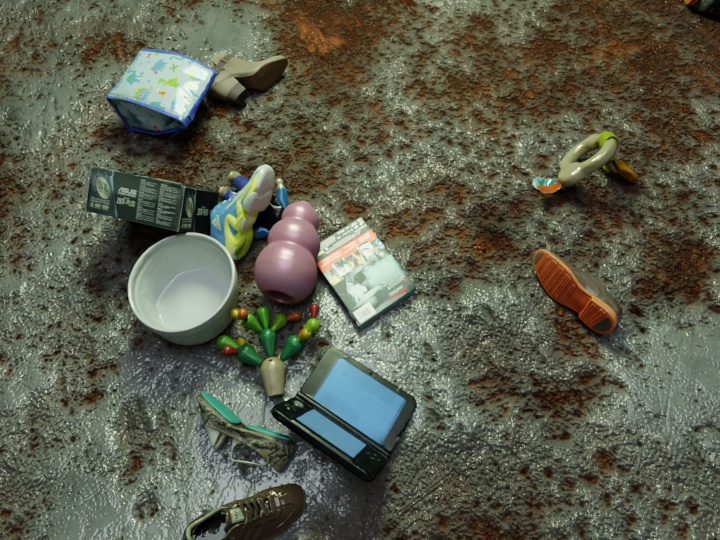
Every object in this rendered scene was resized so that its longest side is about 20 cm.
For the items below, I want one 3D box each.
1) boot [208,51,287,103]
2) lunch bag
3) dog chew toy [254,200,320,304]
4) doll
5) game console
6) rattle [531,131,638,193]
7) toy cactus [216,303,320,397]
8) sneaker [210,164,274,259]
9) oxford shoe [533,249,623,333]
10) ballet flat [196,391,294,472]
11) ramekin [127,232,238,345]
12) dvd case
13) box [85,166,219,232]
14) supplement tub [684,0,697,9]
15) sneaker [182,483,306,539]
[{"bbox_3d":[-0.296,-0.498,1.318,0.145,0.071,0.199,39,68,22],"label":"boot"},{"bbox_3d":[-0.448,-0.408,1.235,0.194,0.128,0.174,10,64,19],"label":"lunch bag"},{"bbox_3d":[-0.131,-0.042,1.032,0.121,0.125,0.205,10,67,6],"label":"dog chew toy"},{"bbox_3d":[-0.206,-0.136,1.128,0.198,0.048,0.138,35,87,15],"label":"doll"},{"bbox_3d":[-0.022,0.232,0.899,0.197,0.176,0.119,29,93,16],"label":"game console"},{"bbox_3d":[0.489,-0.195,1.169,0.200,0.143,0.130,-45,36,-5],"label":"rattle"},{"bbox_3d":[-0.161,0.141,0.968,0.194,0.103,0.170,-7,71,-13],"label":"toy cactus"},{"bbox_3d":[-0.251,-0.131,1.077,0.103,0.075,0.204,27,96,19],"label":"sneaker"},{"bbox_3d":[0.421,0.031,1.036,0.072,0.072,0.201,-26,67,-35],"label":"oxford shoe"},{"bbox_3d":[-0.209,0.282,0.904,0.196,0.068,0.077,24,80,11],"label":"ballet flat"},{"bbox_3d":[-0.323,0.043,1.006,0.193,0.106,0.206,-1,62,1],"label":"ramekin"},{"bbox_3d":[0.000,0.000,1.073,0.144,0.022,0.201,-32,65,-15],"label":"dvd case"},{"bbox_3d":[-0.408,-0.139,1.061,0.194,0.164,0.089,12,96,8],"label":"box"},{"bbox_3d":[0.979,-0.743,1.404,0.194,0.124,0.125,12,62,8],"label":"supplement tub"},{"bbox_3d":[-0.179,0.392,0.833,0.195,0.076,0.072,-21,63,-10],"label":"sneaker"}]
